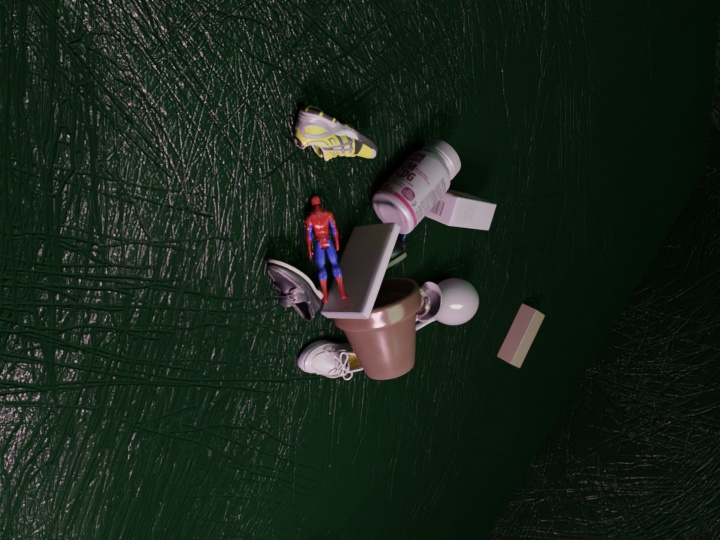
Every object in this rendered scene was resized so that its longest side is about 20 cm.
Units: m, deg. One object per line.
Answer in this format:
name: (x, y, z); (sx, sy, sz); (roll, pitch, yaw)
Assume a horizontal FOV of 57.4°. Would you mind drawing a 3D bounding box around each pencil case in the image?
pencil case: (0.088, 0.092, 1.591); (0.198, 0.078, 0.090); (-17, 146, -45)

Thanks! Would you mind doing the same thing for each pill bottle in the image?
pill bottle: (0.126, -0.187, 1.438); (0.200, 0.112, 0.114); (-48, 141, -22)

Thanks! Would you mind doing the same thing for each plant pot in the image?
plant pot: (0.045, 0.133, 1.416); (0.198, 0.198, 0.179); (-25, 110, -40)

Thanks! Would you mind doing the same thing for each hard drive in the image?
hard drive: (0.000, 0.000, 1.337); (0.026, 0.130, 0.204); (36, 65, -35)

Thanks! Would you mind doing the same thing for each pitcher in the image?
pitcher: (0.212, 0.099, 1.738); (0.198, 0.123, 0.172); (-1, 142, -48)

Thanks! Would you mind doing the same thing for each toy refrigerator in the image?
toy refrigerator: (0.551, 0.224, 2.267); (0.075, 0.069, 0.203); (24, 91, -47)

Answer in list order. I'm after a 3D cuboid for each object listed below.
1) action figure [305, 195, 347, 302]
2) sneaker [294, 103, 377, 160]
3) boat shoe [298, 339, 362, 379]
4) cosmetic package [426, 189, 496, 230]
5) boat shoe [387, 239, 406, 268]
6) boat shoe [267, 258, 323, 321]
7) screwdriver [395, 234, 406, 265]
action figure: (-0.071, -0.044, 1.285); (0.064, 0.052, 0.205); (-10, 96, -5)
sneaker: (-0.049, -0.244, 1.230); (0.198, 0.075, 0.078); (16, 107, -43)
boat shoe: (-0.050, 0.210, 1.483); (0.200, 0.085, 0.076); (12, 103, -54)
cosmetic package: (0.240, -0.153, 1.614); (0.198, 0.100, 0.073); (1, 110, -52)
boat shoe: (0.011, -0.010, 1.452); (0.200, 0.073, 0.064); (-34, 100, -21)
boat shoe: (-0.133, 0.044, 1.289); (0.067, 0.073, 0.200); (-66, 155, -16)
screwdriver: (0.110, -0.108, 1.543); (0.029, 0.027, 0.204); (-40, 148, -78)
